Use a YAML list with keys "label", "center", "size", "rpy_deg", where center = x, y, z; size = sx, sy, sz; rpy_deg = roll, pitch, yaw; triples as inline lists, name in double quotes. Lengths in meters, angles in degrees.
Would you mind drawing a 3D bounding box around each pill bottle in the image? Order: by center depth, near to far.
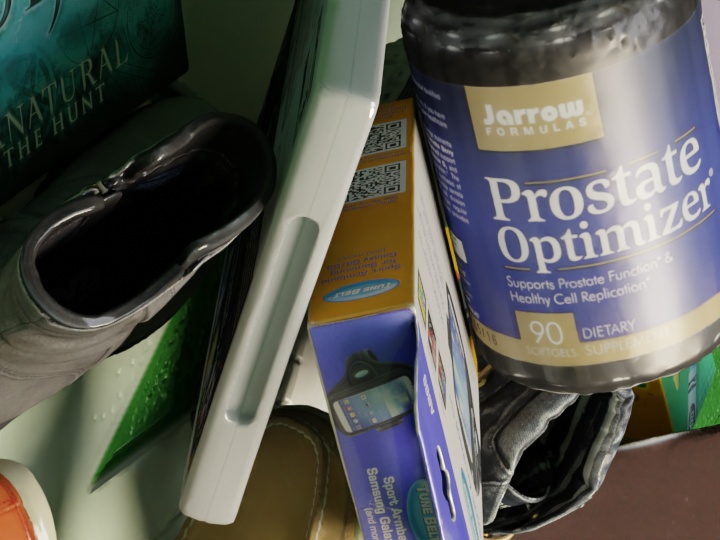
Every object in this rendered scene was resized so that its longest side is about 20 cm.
- label: "pill bottle"
  center: [0.077, -0.064, 0.890]
  size: [0.112, 0.112, 0.201]
  rpy_deg: [-48, 132, -47]

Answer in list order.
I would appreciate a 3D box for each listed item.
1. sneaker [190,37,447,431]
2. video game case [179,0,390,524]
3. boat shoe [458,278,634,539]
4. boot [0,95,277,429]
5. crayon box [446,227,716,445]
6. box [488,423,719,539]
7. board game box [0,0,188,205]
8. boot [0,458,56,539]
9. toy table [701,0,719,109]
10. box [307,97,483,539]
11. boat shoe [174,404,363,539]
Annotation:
- label: "sneaker"
  center: [0.000, 0.000, 0.975]
  size: [0.087, 0.074, 0.201]
  rpy_deg: [27, 82, -38]
- label: "video game case"
  center: [-0.021, -0.043, 0.825]
  size: [0.200, 0.023, 0.182]
  rpy_deg: [-84, -168, -53]
- label: "boat shoe"
  center: [0.036, 0.093, 1.006]
  size: [0.071, 0.091, 0.201]
  rpy_deg: [14, 120, -34]
- label: "boot"
  center: [-0.067, -0.015, 0.776]
  size: [0.070, 0.132, 0.200]
  rpy_deg: [48, 43, -9]
- label: "crayon box"
  center: [0.093, 0.000, 1.130]
  size: [0.058, 0.118, 0.200]
  rpy_deg: [-62, 149, -32]
- label: "box"
  center: [0.148, 0.192, 1.132]
  size: [0.164, 0.165, 0.201]
  rpy_deg: [94, -16, -74]
- label: "board game box"
  center: [-0.123, -0.090, 0.763]
  size: [0.200, 0.028, 0.136]
  rpy_deg: [-44, 138, -50]
- label: "boot"
  center: [-0.135, 0.159, 0.768]
  size: [0.107, 0.075, 0.201]
  rpy_deg: [-22, 118, -52]
- label: "toy table"
  center: [0.130, -0.116, 0.981]
  size: [0.117, 0.200, 0.184]
  rpy_deg: [-36, 118, -35]
- label: "box"
  center: [0.014, 0.032, 0.836]
  size: [0.200, 0.041, 0.119]
  rpy_deg: [-83, 161, -64]
- label: "boat shoe"
  center: [-0.056, 0.141, 0.831]
  size: [0.076, 0.071, 0.201]
  rpy_deg: [20, 87, -60]
